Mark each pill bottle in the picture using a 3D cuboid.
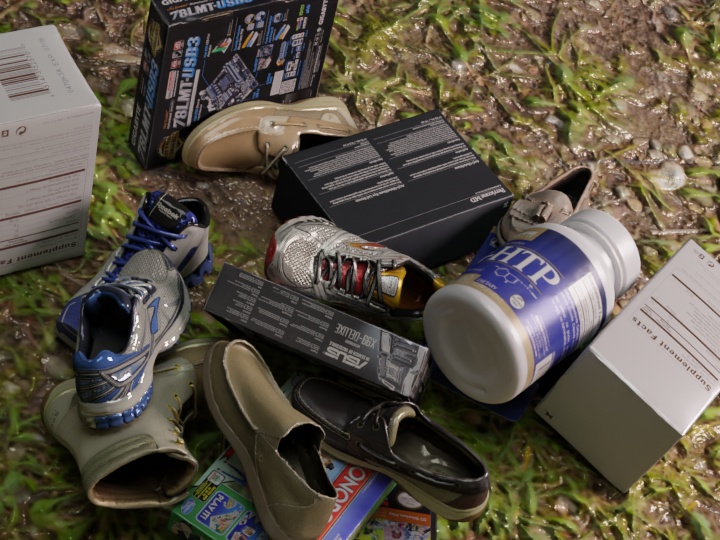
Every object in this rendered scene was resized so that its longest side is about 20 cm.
[{"bbox_3d":[0.165,0.026,1.657,0.120,0.120,0.200,41,52,21],"label":"pill bottle"}]

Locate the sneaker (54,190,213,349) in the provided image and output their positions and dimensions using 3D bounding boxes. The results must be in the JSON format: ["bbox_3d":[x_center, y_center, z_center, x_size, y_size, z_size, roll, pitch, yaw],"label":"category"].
[{"bbox_3d":[-0.205,-0.012,1.663,0.080,0.116,0.199,31,48,15],"label":"sneaker"}]

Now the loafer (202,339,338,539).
[{"bbox_3d":[-0.069,0.137,1.504,0.076,0.067,0.201,9,48,-54],"label":"loafer"}]

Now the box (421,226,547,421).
[{"bbox_3d":[0.142,0.049,1.734,0.121,0.033,0.200,27,48,10],"label":"box"}]

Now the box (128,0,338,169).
[{"bbox_3d":[-0.129,-0.206,1.805,0.198,0.201,0.050,-16,54,-27],"label":"box"}]

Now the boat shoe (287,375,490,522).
[{"bbox_3d":[0.029,0.141,1.549,0.199,0.065,0.073,28,49,11],"label":"boat shoe"}]

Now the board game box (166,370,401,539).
[{"bbox_3d":[-0.056,0.187,1.548,0.134,0.029,0.200,30,47,13],"label":"board game box"}]

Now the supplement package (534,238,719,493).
[{"bbox_3d":[0.281,0.089,1.693,0.120,0.121,0.200,43,51,8],"label":"supplement package"}]

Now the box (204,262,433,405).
[{"bbox_3d":[-0.033,0.062,1.617,0.199,0.158,0.050,23,84,6],"label":"box"}]

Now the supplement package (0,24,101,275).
[{"bbox_3d":[-0.322,-0.108,1.659,0.117,0.201,0.117,-16,54,-27],"label":"supplement package"}]

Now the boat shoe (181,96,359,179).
[{"bbox_3d":[-0.087,-0.132,1.837,0.199,0.071,0.065,-15,53,-29],"label":"boat shoe"}]

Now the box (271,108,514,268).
[{"bbox_3d":[0.032,-0.070,1.809,0.199,0.079,0.141,-19,53,-30],"label":"box"}]

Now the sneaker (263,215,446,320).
[{"bbox_3d":[0.000,0.000,1.657,0.199,0.078,0.082,13,1,-34],"label":"sneaker"}]

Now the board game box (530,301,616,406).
[{"bbox_3d":[0.184,0.049,1.781,0.104,0.024,0.200,27,48,13],"label":"board game box"}]

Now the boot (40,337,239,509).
[{"bbox_3d":[-0.161,0.132,1.539,0.199,0.072,0.155,-15,30,-20],"label":"boot"}]

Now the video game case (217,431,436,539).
[{"bbox_3d":[-0.031,0.219,1.564,0.199,0.026,0.181,10,46,-8],"label":"video game case"}]

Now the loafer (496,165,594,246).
[{"bbox_3d":[0.191,-0.063,1.810,0.072,0.063,0.200,27,22,13],"label":"loafer"}]

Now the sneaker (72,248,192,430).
[{"bbox_3d":[-0.198,0.039,1.529,0.077,0.086,0.201,-5,39,13],"label":"sneaker"}]
